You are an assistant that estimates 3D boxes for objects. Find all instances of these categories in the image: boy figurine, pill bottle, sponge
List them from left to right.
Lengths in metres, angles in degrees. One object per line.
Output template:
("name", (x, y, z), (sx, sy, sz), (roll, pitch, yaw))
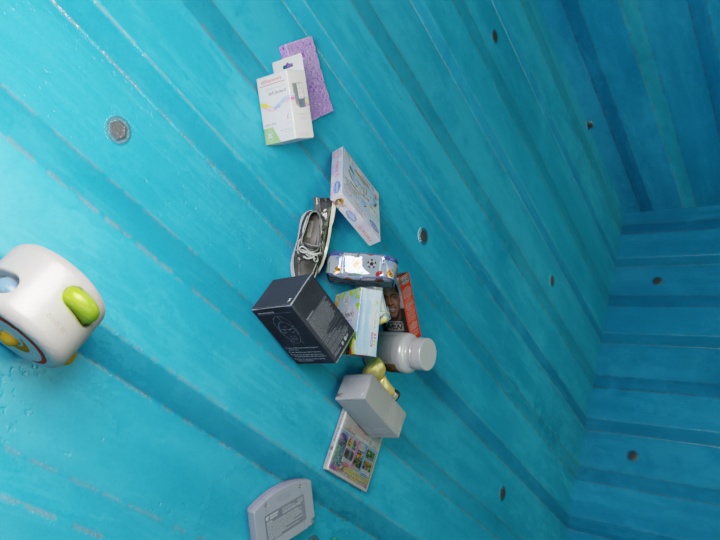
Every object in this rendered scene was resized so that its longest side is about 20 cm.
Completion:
("sponge", (-0.140, -0.501, 1.658), (0.111, 0.029, 0.203), (-37, 116, -45))
("boy figurine", (0.051, 0.309, 1.786), (0.064, 0.124, 0.201), (-43, 141, -16))
("pill bottle", (0.112, 0.235, 1.805), (0.113, 0.198, 0.117), (3, 86, -50))

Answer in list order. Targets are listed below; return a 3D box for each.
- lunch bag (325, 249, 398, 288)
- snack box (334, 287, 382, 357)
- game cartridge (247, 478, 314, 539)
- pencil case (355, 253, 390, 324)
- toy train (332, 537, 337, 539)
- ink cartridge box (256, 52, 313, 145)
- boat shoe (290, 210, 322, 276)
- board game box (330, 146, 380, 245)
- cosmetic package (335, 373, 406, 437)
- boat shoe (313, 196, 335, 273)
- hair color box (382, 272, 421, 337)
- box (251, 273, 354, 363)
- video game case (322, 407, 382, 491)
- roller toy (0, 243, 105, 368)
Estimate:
("lunch bag", (0.000, 0.000, 1.675), (0.160, 0.196, 0.077), (82, 16, -79))
("snack box", (-0.015, 0.140, 1.651), (0.067, 0.199, 0.172), (10, 80, -21))
("game cartridge", (-0.193, 0.593, 1.539), (0.199, 0.040, 0.136), (-10, 100, -51))
("pencil case", (0.030, 0.057, 1.798), (0.083, 0.090, 0.204), (-20, 103, -49))
("toy train", (-0.022, 0.790, 1.742), (0.200, 0.041, 0.057), (42, 67, -42))
("ink cartridge box", (-0.186, -0.414, 1.527), (0.067, 0.116, 0.204), (-15, 100, -47))
("boat shoe", (-0.129, -0.052, 1.591), (0.072, 0.068, 0.203), (13, 88, -16))
("board game box", (-0.012, -0.204, 1.736), (0.200, 0.041, 0.202), (48, 29, -38))
("cosmetic package", (0.030, 0.376, 1.738), (0.201, 0.105, 0.091), (57, 42, -32))
("boat shoe", (-0.112, -0.094, 1.663), (0.066, 0.072, 0.204), (10, 87, -12))
("hair color box", (0.110, 0.111, 1.887), (0.061, 0.100, 0.203), (-25, 107, -48))
("box", (-0.137, 0.122, 1.528), (0.201, 0.147, 0.108), (55, 49, -28))
("video game case", (-0.015, 0.502, 1.775), (0.200, 0.023, 0.184), (45, 56, -41))
("roller toy", (-0.530, 0.065, 1.029), (0.182, 0.200, 0.141), (37, 55, -8))
